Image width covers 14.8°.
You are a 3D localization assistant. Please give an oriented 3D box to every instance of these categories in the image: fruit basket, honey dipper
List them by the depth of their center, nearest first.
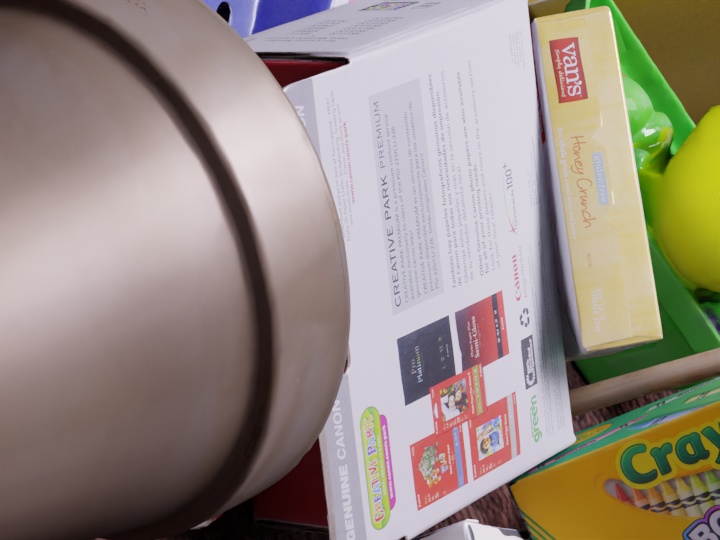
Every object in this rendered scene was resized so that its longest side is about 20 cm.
[{"bbox_3d":[0.130,0.051,1.279,0.038,0.199,0.038,42,38,-45],"label":"honey dipper"},{"bbox_3d":[0.171,-0.042,1.429,0.216,0.215,0.156,53,31,-26],"label":"fruit basket"}]

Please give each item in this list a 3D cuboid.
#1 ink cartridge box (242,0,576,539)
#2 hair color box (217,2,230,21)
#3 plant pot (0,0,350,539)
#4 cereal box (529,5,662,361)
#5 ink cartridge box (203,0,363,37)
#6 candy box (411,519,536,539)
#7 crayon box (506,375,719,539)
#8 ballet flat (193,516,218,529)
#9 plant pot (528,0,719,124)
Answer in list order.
[{"bbox_3d":[0.000,0.000,1.128,0.175,0.084,0.201,-24,112,-51],"label":"ink cartridge box"},{"bbox_3d":[-0.041,-0.151,1.276,0.200,0.065,0.110,23,51,-52],"label":"hair color box"},{"bbox_3d":[-0.130,0.015,0.878,0.173,0.200,0.201,-29,95,-47],"label":"plant pot"},{"bbox_3d":[0.098,-0.033,1.250,0.200,0.039,0.145,86,-5,-86],"label":"cereal box"},{"bbox_3d":[-0.009,-0.067,1.213,0.200,0.043,0.197,26,73,-54],"label":"ink cartridge box"},{"bbox_3d":[0.080,0.218,1.205,0.168,0.071,0.201,16,56,-56],"label":"candy box"},{"bbox_3d":[0.178,0.101,1.171,0.119,0.199,0.058,64,26,-4],"label":"crayon box"},{"bbox_3d":[-0.082,0.000,1.086,0.075,0.064,0.201,-9,78,-53],"label":"ballet flat"},{"bbox_3d":[0.210,-0.198,1.644,0.177,0.199,0.201,55,27,-46],"label":"plant pot"}]
